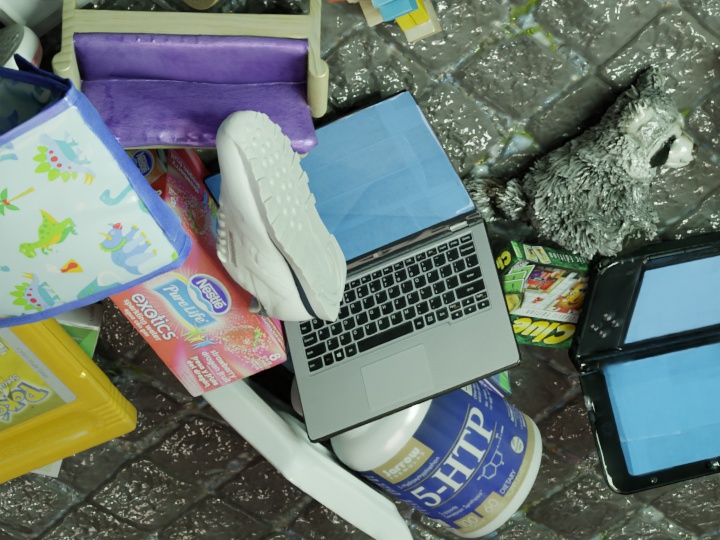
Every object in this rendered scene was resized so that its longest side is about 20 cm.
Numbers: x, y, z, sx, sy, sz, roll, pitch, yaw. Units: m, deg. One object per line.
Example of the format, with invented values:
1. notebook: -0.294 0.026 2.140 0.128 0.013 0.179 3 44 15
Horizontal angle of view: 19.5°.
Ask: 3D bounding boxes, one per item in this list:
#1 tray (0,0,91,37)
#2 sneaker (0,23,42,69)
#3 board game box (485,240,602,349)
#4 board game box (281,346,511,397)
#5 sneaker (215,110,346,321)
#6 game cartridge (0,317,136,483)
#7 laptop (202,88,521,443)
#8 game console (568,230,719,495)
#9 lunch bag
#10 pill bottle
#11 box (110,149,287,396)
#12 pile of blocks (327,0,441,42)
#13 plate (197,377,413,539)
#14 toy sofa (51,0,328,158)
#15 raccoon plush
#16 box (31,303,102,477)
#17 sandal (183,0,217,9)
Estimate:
1. tray: -0.206 -0.240 1.509 0.199 0.022 0.107 -31 127 25
2. sneaker: -0.271 -0.104 1.600 0.104 0.076 0.200 30 133 -22
3. board game box: 0.163 0.024 1.725 0.199 0.024 0.105 8 142 -41
4. board game box: 0.019 0.071 1.806 0.135 0.035 0.200 -29 128 23
5. sneaker: -0.077 -0.034 1.561 0.080 0.077 0.201 0 134 24
6. game cartridge: -0.314 0.099 1.778 0.175 0.033 0.200 -22 129 19
7. laptop: 0.000 0.000 1.627 0.186 0.201 0.116 -22 154 18
8. game console: 0.285 0.068 1.720 0.199 0.117 0.177 -11 138 -20
9. lunch bag: -0.239 -0.058 1.493 0.199 0.128 0.170 -6 137 32
10. pill bottle: 0.044 0.128 1.753 0.199 0.120 0.120 34 124 -27
11. box: -0.142 -0.006 1.682 0.095 0.100 0.200 -21 131 18
12. pile of blocks: -0.011 -0.222 1.492 0.062 0.082 0.200 -21 131 18
13. plate: -0.050 0.151 1.772 0.032 0.200 0.199 -50 136 0
14. toy sofa: -0.123 -0.143 1.537 0.198 0.098 0.083 1 161 -2
15. raccoon plush: 0.160 -0.087 1.627 0.198 0.097 0.135 -2 126 1
16. box: -0.312 0.094 1.819 0.143 0.037 0.201 11 134 -12
17. sandal: -0.117 -0.290 1.437 0.077 0.070 0.213 6 125 44
